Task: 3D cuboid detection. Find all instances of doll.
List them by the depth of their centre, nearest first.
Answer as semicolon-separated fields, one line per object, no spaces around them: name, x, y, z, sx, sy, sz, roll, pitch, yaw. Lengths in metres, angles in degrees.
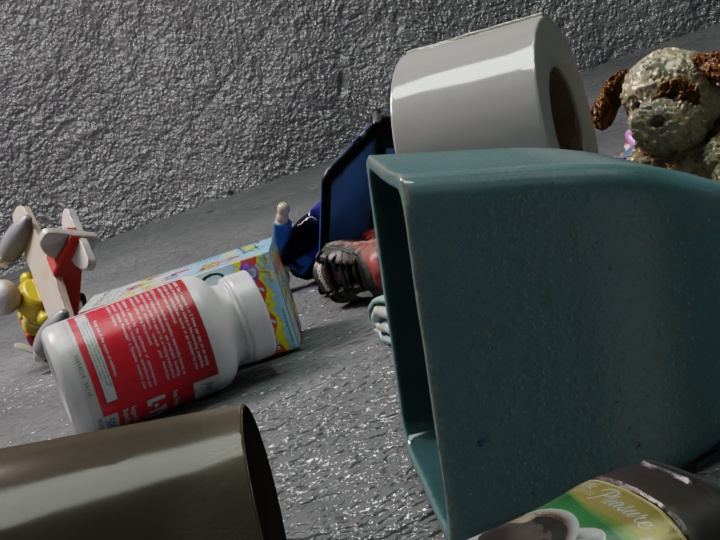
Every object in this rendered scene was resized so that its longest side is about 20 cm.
doll;-0.052;-0.046;1.666;0.200;0.136;0.049;-42;40;15

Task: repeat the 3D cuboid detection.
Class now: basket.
basket;-0.143;0.148;0.704;0.198;0.137;0.180;-14;4;1

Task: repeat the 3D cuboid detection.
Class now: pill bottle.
pill bottle;-0.185;0.073;1.253;0.199;0.113;0.112;-20;10;-15

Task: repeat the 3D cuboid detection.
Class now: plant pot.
plant pot;0.121;0.022;0.783;0.198;0.198;0.196;-9;9;-5

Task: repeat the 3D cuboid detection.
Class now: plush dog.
plush dog;0.315;-0.131;1.302;0.199;0.173;0.160;-11;11;39

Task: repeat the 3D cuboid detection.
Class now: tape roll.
tape roll;0.128;-0.118;1.238;0.138;0.204;0.203;-13;11;23

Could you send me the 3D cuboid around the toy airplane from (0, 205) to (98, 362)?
toy airplane;-0.402;0.019;1.701;0.140;0.201;0.200;-11;7;-24

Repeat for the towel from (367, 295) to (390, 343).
towel;0.113;0.025;1.185;0.170;0.049;0.200;-18;9;-17

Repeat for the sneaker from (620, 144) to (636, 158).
sneaker;0.285;-0.091;1.397;0.199;0.083;0.074;-21;4;-18

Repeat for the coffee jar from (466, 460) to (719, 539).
coffee jar;0.056;0.141;0.492;0.199;0.086;0.104;-21;8;-13

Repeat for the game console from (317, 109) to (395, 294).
game console;0.039;-0.072;1.548;0.169;0.201;0.119;3;47;-1

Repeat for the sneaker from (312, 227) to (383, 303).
sneaker;0.000;0.000;1.451;0.097;0.071;0.200;-18;7;-6

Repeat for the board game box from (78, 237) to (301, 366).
board game box;-0.169;0.051;1.372;0.199;0.104;0.105;-18;9;2

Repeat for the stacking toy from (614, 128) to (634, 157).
stacking toy;0.355;-0.146;1.598;0.199;0.110;0.116;-27;10;11
